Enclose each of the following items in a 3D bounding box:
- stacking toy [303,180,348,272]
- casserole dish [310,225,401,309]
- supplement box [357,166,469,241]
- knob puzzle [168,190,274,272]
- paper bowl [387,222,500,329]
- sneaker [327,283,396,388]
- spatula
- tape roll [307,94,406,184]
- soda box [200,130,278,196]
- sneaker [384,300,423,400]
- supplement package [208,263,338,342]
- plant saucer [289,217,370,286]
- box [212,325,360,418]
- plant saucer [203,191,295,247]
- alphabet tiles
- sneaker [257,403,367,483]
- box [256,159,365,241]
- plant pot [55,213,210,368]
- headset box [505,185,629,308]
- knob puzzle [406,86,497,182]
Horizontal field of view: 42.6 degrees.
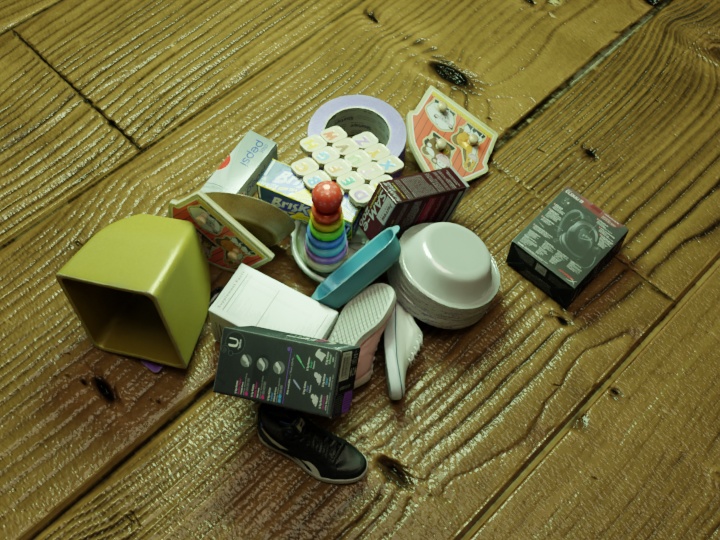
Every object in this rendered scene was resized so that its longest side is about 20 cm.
[{"bbox_3d":[-0.061,-0.085,1.607,0.084,0.201,0.087,1,56,-1],"label":"stacking toy"},{"bbox_3d":[0.000,0.000,1.602,0.199,0.121,0.039,-40,103,6],"label":"casserole dish"},{"bbox_3d":[0.099,-0.121,1.710,0.198,0.109,0.061,-16,57,-41],"label":"supplement box"},{"bbox_3d":[-0.270,-0.051,1.652,0.217,0.221,0.031,23,60,12],"label":"knob puzzle"},{"bbox_3d":[0.155,-0.005,1.652,0.197,0.105,0.203,12,45,-12],"label":"paper bowl"},{"bbox_3d":[0.000,0.121,1.587,0.075,0.105,0.201,29,78,31],"label":"sneaker"},{"bbox_3d":[-0.313,0.097,1.648,0.056,0.021,0.200,30,60,25],"label":"spatula"},{"bbox_3d":[-0.008,-0.247,1.842,0.196,0.085,0.203,1,57,-2],"label":"tape roll"},{"bbox_3d":[-0.240,-0.177,1.800,0.068,0.064,0.201,26,60,15],"label":"soda box"},{"bbox_3d":[0.076,0.129,1.611,0.069,0.073,0.203,-1,57,1],"label":"sneaker"},{"bbox_3d":[-0.148,0.097,1.601,0.198,0.110,0.114,26,61,14],"label":"supplement package"},{"bbox_3d":[-0.034,-0.046,1.733,0.196,0.051,0.203,1,57,-1],"label":"plant saucer"},{"bbox_3d":[-0.114,0.155,1.450,0.197,0.122,0.108,10,90,14],"label":"box"},{"bbox_3d":[-0.217,-0.083,1.668,0.197,0.201,0.036,10,72,4],"label":"plant saucer"},{"bbox_3d":[-0.023,-0.198,1.728,0.194,0.015,0.200,-27,57,-28],"label":"alphabet tiles"},{"bbox_3d":[-0.081,0.275,1.490,0.197,0.113,0.074,21,60,11],"label":"sneaker"},{"bbox_3d":[-0.092,-0.132,1.718,0.197,0.065,0.071,22,59,13],"label":"box"},{"bbox_3d":[-0.361,0.016,1.588,0.192,0.196,0.202,10,50,20],"label":"plant pot"},{"bbox_3d":[0.394,-0.052,1.737,0.148,0.078,0.200,38,63,20],"label":"headset box"},{"bbox_3d":[0.178,-0.258,1.841,0.216,0.030,0.223,11,63,-22],"label":"knob puzzle"}]
